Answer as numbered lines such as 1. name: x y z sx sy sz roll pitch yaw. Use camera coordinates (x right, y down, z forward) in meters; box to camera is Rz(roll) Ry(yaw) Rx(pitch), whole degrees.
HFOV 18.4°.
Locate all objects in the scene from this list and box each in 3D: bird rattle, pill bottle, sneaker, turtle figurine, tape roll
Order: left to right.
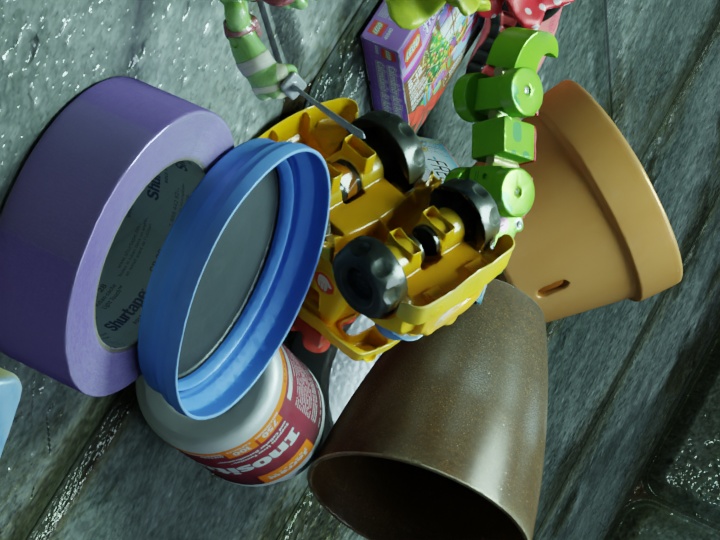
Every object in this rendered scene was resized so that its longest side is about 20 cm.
1. tape roll: -0.160 -0.022 1.445 0.200 0.065 0.201 -52 157 -33
2. pill bottle: -0.091 0.103 1.705 0.113 0.113 0.200 -63 161 -8
3. turtle figurine: -0.021 -0.182 1.451 0.194 0.199 0.145 -67 163 -69
4. bird rattle: 0.099 -0.262 1.722 0.199 0.112 0.164 -16 117 -42
5. sneaker: 0.139 -0.231 1.901 0.087 0.073 0.201 -60 172 -51

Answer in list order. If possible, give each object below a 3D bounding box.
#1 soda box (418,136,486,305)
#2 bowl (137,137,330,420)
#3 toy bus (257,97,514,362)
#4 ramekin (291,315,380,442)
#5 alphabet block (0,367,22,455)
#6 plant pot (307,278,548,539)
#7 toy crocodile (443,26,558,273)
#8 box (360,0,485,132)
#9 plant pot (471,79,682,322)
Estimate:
1. soda box: 0.055 -0.047 1.828 0.200 0.063 0.069 -116 -141 -62
2. bowl: -0.087 0.004 1.513 0.201 0.039 0.201 -53 157 -34
3. toy bus: 0.000 0.000 1.698 0.135 0.200 0.193 -31 149 -36
4. ramekin: 0.035 0.090 1.922 0.200 0.098 0.202 -6 103 -26
5. alphabet block: -0.304 0.100 0.995 0.196 0.199 0.196 -69 161 8
6. plant pot: 0.078 0.112 1.798 0.187 0.186 0.201 81 28 -58
7. toy crocodile: 0.110 -0.094 1.717 0.062 0.067 0.201 16 77 -41
8. box: 0.070 -0.225 1.858 0.200 0.039 0.137 -58 160 -22
9. plant pot: 0.165 -0.044 1.906 0.140 0.201 0.200 -29 154 -4
